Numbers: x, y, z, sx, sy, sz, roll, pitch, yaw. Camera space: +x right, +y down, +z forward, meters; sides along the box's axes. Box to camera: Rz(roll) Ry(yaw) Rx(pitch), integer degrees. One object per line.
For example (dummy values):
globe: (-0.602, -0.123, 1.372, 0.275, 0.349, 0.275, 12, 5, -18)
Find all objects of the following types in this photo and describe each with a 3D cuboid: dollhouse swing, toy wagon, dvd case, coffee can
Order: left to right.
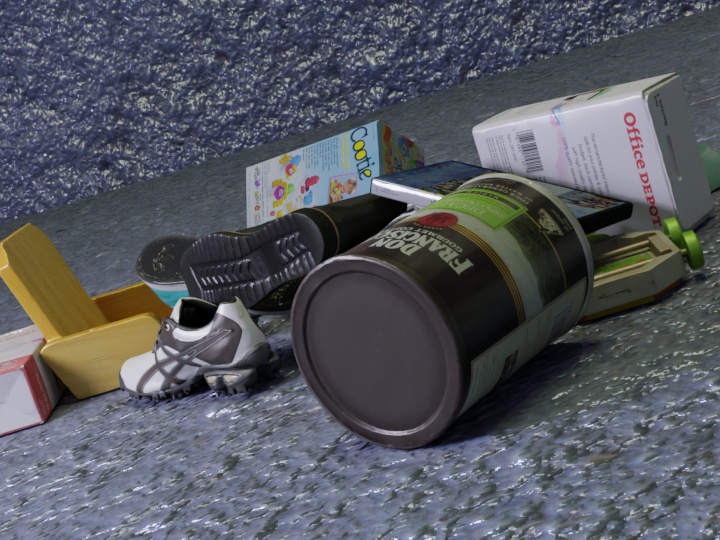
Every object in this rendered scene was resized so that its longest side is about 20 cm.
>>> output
dollhouse swing: (-0.268, 0.018, 1.535, 0.182, 0.176, 0.200, -17, 11, 5)
coffee can: (0.065, 0.025, 1.066, 0.146, 0.146, 0.200, -8, 15, 39)
dvd case: (0.129, -0.066, 1.302, 0.200, 0.018, 0.143, 16, 19, 32)
toy wagon: (0.211, -0.004, 1.253, 0.155, 0.040, 0.200, -17, 11, 4)

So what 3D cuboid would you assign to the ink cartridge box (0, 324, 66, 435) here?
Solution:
ink cartridge box: (-0.375, 0.116, 1.505, 0.116, 0.068, 0.200, -17, 13, 4)

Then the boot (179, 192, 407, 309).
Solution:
boot: (-0.061, -0.021, 1.345, 0.200, 0.078, 0.138, -12, 8, 42)

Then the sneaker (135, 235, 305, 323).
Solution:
sneaker: (-0.119, 0.029, 1.443, 0.200, 0.121, 0.084, 11, 66, 29)

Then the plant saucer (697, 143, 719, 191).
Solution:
plant saucer: (0.310, -0.100, 1.559, 0.200, 0.036, 0.200, -17, 12, 4)

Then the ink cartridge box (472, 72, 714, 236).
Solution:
ink cartridge box: (0.228, -0.099, 1.399, 0.200, 0.145, 0.084, -8, 15, 41)

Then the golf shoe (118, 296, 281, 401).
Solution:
golf shoe: (-0.160, 0.068, 1.340, 0.200, 0.095, 0.078, -10, 15, 39)

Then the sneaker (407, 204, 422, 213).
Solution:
sneaker: (0.060, -0.061, 1.597, 0.200, 0.077, 0.078, -11, -10, 7)

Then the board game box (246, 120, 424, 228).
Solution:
board game box: (-0.030, -0.092, 1.737, 0.200, 0.105, 0.103, -16, -25, 32)

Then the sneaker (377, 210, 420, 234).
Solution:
sneaker: (0.058, -0.024, 1.257, 0.088, 0.074, 0.200, -34, 9, -32)
